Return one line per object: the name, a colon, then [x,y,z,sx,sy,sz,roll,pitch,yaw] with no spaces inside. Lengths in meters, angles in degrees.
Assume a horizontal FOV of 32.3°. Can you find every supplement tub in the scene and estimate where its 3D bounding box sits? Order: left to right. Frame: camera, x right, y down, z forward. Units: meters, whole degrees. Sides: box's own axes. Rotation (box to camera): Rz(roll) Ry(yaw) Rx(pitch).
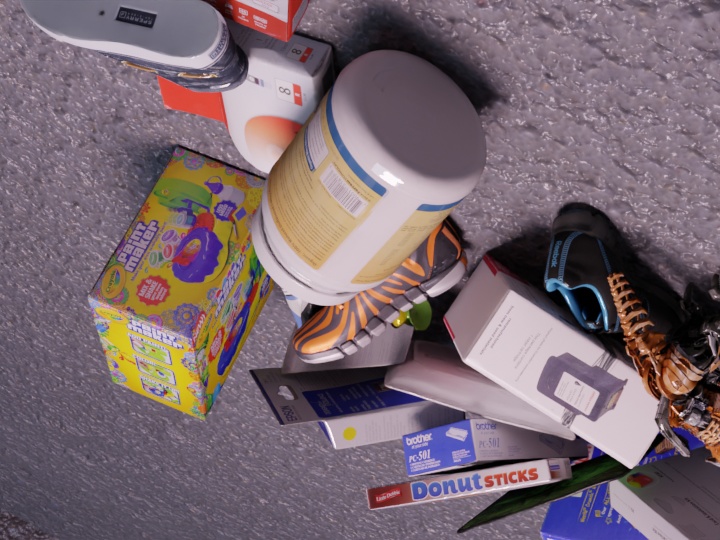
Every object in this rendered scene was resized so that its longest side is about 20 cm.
supplement tub: [0.001,-0.073,1.064,0.144,0.146,0.200,33,136,-11]

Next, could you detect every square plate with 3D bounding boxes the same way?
square plate: [0.123,0.116,1.303,0.195,0.029,0.200,16,-172,0]

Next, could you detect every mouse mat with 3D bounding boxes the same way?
mouse mat: [0.206,0.215,1.260,0.198,0.160,0.008,-26,85,32]

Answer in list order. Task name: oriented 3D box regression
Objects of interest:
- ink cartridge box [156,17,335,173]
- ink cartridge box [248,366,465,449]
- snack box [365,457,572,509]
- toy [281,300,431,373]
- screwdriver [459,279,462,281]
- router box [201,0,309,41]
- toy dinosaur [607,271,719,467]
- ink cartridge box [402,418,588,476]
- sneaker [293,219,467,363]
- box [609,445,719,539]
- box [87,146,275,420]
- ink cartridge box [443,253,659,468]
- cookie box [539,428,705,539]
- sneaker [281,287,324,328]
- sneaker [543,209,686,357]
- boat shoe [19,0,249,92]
ink cartridge box: [-0.117,-0.165,1.154,0.197,0.051,0.163,16,148,13]
ink cartridge box: [-0.008,0.141,1.355,0.196,0.048,0.198,-9,-166,-13]
snack box: [0.108,0.214,1.245,0.197,0.025,0.072,-14,168,26]
toy: [0.003,0.059,1.348,0.047,0.117,0.198,30,154,-33]
screwdriver: [0.015,-0.034,1.276,0.197,0.028,0.029,20,121,9]
router box: [-0.133,-0.289,0.971,0.197,0.049,0.180,23,150,8]
toy dinosaur: [0.294,0.081,1.094,0.102,0.136,0.201,10,139,56]
ink cartridge box: [0.143,0.182,1.288,0.093,0.045,0.198,-20,162,40]
sneaker: [0.000,0.000,1.222,0.113,0.199,0.078,54,-179,-31]
box: [0.361,0.216,1.175,0.156,0.197,0.042,-141,42,-62]
box: [-0.183,0.017,1.336,0.120,0.202,0.194,20,151,10]
ink cartridge box: [0.189,0.085,1.194,0.198,0.085,0.145,33,-170,-11]
cookie box: [0.315,0.245,1.323,0.197,0.173,0.076,7,143,32]
sneaker: [-0.052,-0.006,1.278,0.077,0.075,0.202,34,144,34]
sneaker: [0.232,0.035,1.150,0.200,0.083,0.073,42,145,-27]
boat shoe: [-0.192,-0.201,1.055,0.197,0.072,0.091,20,171,17]
